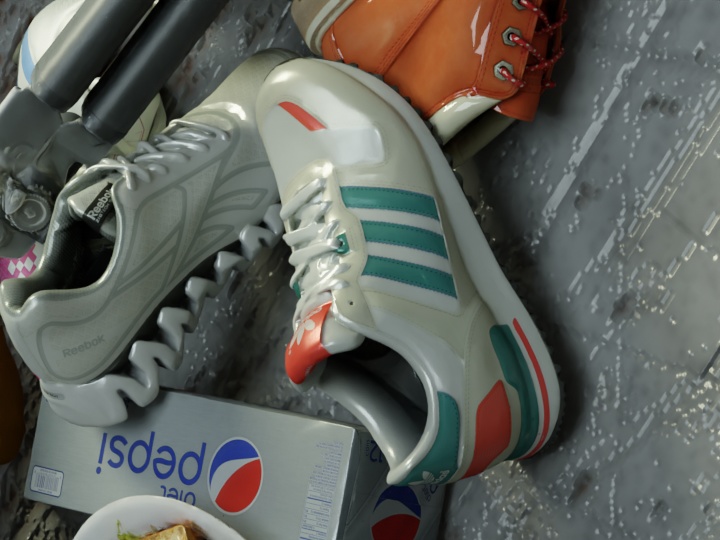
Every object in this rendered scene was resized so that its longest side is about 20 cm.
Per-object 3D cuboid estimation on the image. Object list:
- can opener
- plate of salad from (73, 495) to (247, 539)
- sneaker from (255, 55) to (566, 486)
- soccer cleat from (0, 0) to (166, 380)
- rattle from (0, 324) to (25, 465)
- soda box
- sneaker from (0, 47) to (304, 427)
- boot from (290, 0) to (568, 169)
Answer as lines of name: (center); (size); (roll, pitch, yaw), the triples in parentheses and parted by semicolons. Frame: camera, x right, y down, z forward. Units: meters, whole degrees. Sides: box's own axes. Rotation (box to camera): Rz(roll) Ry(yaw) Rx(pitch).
can opener: (-0.121, -0.090, 1.258); (0.200, 0.053, 0.067); (-50, 24, 16)
plate of salad: (-0.073, 0.195, 1.211); (0.199, 0.048, 0.201); (20, 121, 39)
sneaker: (0.000, 0.001, 1.159); (0.200, 0.093, 0.070); (59, 139, 13)
soccer cleat: (-0.128, -0.041, 1.328); (0.086, 0.070, 0.201); (-24, 64, 49)
rattle: (-0.269, 0.013, 1.369); (0.199, 0.143, 0.131); (-3, 52, 8)
soda box: (-0.057, 0.089, 1.243); (0.199, 0.068, 0.064); (8, 87, 42)
sneaker: (-0.085, -0.028, 1.247); (0.075, 0.081, 0.200); (11, 58, 46)
boot: (0.068, -0.123, 1.181); (0.200, 0.075, 0.108); (-41, 67, 32)
